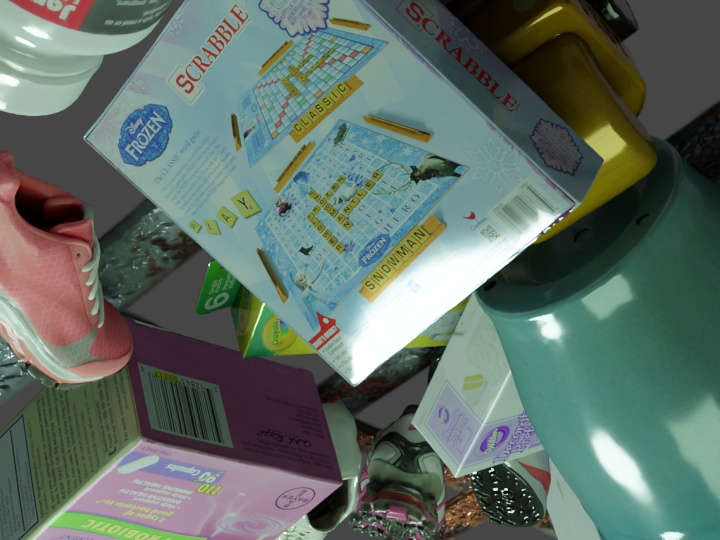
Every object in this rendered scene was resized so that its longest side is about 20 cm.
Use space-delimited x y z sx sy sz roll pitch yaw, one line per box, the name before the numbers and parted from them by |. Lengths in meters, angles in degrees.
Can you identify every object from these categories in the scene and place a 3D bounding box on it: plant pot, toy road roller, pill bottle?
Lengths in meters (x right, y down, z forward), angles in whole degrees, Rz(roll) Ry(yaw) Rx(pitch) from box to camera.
plant pot | 0.168 0.036 0.842 0.199 0.201 0.188 -32 116 19
toy road roller | 0.072 -0.108 0.763 0.122 0.147 0.199 -34 142 20
pill bottle | -0.114 -0.163 0.636 0.110 0.112 0.200 9 136 -33

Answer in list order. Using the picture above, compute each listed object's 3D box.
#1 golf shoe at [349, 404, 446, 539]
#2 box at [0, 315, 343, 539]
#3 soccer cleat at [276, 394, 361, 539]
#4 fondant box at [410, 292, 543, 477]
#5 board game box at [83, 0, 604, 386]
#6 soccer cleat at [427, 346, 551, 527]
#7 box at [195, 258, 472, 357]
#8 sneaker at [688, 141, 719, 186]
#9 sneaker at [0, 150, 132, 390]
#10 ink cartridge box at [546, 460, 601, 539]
golf shoe | 0.036 0.161 1.162 0.072 0.093 0.200 14 163 0
box | -0.146 0.144 1.040 0.175 0.098 0.200 20 130 -41
soccer cleat | -0.041 0.175 1.144 0.068 0.078 0.201 -5 143 -18
fondant box | 0.145 0.051 1.023 0.198 0.058 0.145 -10 137 -37
board game box | -0.016 -0.061 0.748 0.199 0.041 0.200 43 135 -7
soccer cleat | 0.101 0.108 1.145 0.067 0.074 0.201 -4 132 24
box | 0.000 0.000 0.960 0.197 0.049 0.118 -1 140 -21
sneaker | 0.291 -0.075 0.981 0.198 0.078 0.085 -26 161 7
sneaker | -0.175 0.002 0.860 0.086 0.074 0.200 -29 143 12
ink cartridge box | 0.258 0.186 1.262 0.197 0.116 0.068 -3 143 -22
